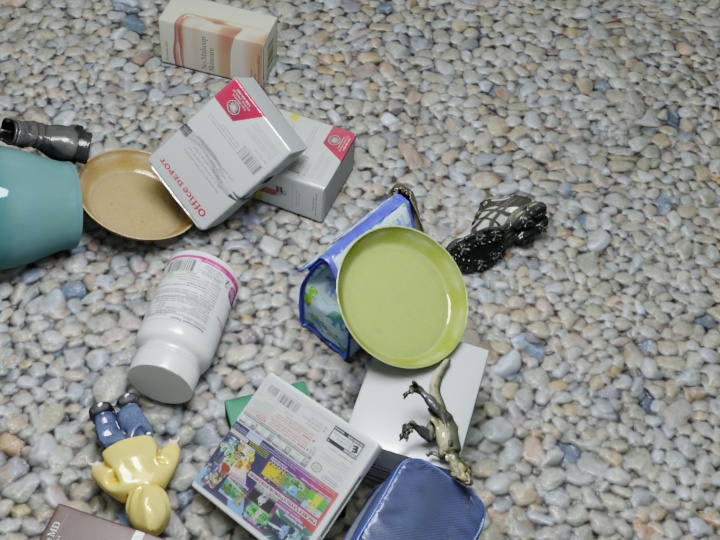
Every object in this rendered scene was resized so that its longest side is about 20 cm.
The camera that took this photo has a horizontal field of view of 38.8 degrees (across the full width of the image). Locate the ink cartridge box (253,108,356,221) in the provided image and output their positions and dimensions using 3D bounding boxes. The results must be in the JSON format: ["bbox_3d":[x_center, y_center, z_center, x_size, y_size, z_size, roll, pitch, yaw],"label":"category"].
[{"bbox_3d":[-0.125,-0.185,1.699,0.199,0.084,0.146,20,52,10],"label":"ink cartridge box"}]

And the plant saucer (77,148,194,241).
[{"bbox_3d":[-0.355,-0.112,1.627,0.199,0.036,0.201,14,44,-14],"label":"plant saucer"}]

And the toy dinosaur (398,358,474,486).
[{"bbox_3d":[0.093,0.188,1.305,0.088,0.047,0.201,21,42,-30],"label":"toy dinosaur"}]

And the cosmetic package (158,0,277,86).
[{"bbox_3d":[-0.257,-0.419,1.860,0.199,0.104,0.088,14,51,8],"label":"cosmetic package"}]

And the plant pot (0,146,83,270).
[{"bbox_3d":[-0.521,-0.094,1.532,0.187,0.201,0.201,-4,51,-27],"label":"plant pot"}]

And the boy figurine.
[{"bbox_3d":[-0.292,0.257,1.350,0.124,0.065,0.201,-19,57,-19],"label":"boy figurine"}]

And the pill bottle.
[{"bbox_3d":[-0.254,0.081,1.460,0.113,0.114,0.201,12,52,5],"label":"pill bottle"}]

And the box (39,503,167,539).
[{"bbox_3d":[-0.299,0.371,1.255,0.199,0.075,0.101,15,52,8],"label":"box"}]

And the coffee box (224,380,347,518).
[{"bbox_3d":[-0.104,0.253,1.383,0.122,0.044,0.201,-15,55,-14],"label":"coffee box"}]

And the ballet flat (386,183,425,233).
[{"bbox_3d":[0.078,-0.064,1.647,0.067,0.047,0.201,-3,52,-7],"label":"ballet flat"}]

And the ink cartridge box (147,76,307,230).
[{"bbox_3d":[-0.208,-0.182,1.593,0.146,0.200,0.083,52,19,0],"label":"ink cartridge box"}]

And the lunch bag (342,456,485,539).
[{"bbox_3d":[0.050,0.351,1.268,0.136,0.132,0.200,36,55,2],"label":"lunch bag"}]

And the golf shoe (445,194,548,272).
[{"bbox_3d":[0.207,-0.064,1.655,0.199,0.078,0.094,-23,40,-24],"label":"golf shoe"}]

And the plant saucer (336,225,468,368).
[{"bbox_3d":[0.054,0.038,1.395,0.199,0.031,0.202,8,69,-22],"label":"plant saucer"}]

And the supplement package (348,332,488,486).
[{"bbox_3d":[0.074,0.195,1.404,0.155,0.111,0.201,16,53,8],"label":"supplement package"}]

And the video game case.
[{"bbox_3d":[-0.097,0.253,1.313,0.199,0.023,0.183,29,78,32],"label":"video game case"}]

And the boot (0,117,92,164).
[{"bbox_3d":[-0.505,-0.212,1.612,0.131,0.200,0.070,10,88,-26],"label":"boot"}]

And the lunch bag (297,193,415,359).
[{"bbox_3d":[0.000,0.000,1.493,0.127,0.201,0.170,36,58,21],"label":"lunch bag"}]
